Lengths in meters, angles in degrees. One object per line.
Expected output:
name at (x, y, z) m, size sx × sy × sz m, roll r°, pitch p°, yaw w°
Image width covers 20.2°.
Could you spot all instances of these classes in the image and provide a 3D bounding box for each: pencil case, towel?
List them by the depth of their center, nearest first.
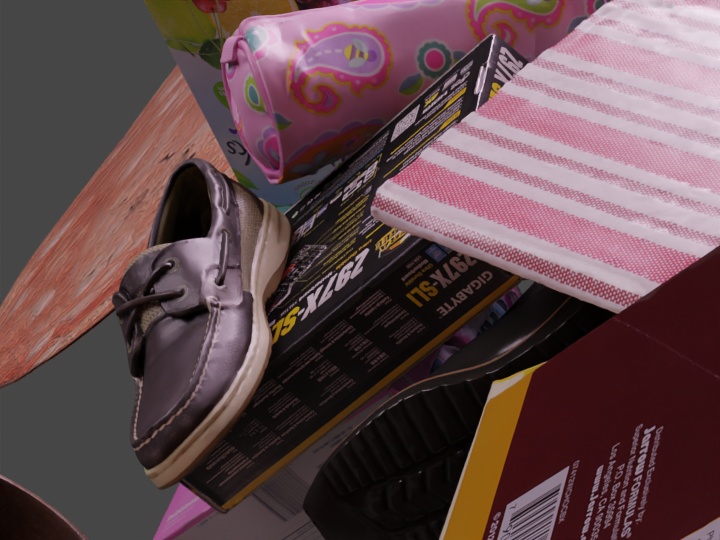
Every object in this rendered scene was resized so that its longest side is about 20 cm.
towel at (0.120, -0.050, 0.802) m, size 0.146 × 0.030 × 0.200 m, roll 22°, pitch 48°, yaw 39°
pencil case at (0.031, -0.111, 1.015) m, size 0.199 × 0.088 × 0.087 m, roll -20°, pitch 9°, yaw -14°

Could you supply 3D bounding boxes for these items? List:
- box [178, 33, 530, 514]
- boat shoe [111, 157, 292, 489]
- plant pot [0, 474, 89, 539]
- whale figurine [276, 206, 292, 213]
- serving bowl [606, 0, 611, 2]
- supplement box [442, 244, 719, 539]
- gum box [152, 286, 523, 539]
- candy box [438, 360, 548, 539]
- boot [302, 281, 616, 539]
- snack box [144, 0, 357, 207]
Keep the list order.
box at (0.000, 0.000, 0.925) m, size 0.200 × 0.049 × 0.160 m, roll -40°, pitch 21°, yaw 30°
boat shoe at (-0.079, 0.018, 0.889) m, size 0.073 × 0.065 × 0.200 m, roll -41°, pitch 20°, yaw 22°
plant pot at (-0.258, 0.236, 1.131) m, size 0.200 × 0.186 × 0.187 m, roll -59°, pitch 10°, yaw 19°
whale figurine at (-0.036, 0.010, 1.146) m, size 0.159 × 0.104 × 0.200 m, roll -25°, pitch 8°, yaw 14°
serving bowl at (0.193, -0.215, 1.153) m, size 0.200 × 0.066 × 0.200 m, roll -47°, pitch 16°, yaw 18°
supplement box at (0.122, 0.084, 0.456) m, size 0.200 × 0.133 × 0.198 m, roll -37°, pitch 17°, yaw 35°
gum box at (-0.005, 0.076, 0.974) m, size 0.200 × 0.066 × 0.114 m, roll -36°, pitch 20°, yaw 39°
candy box at (0.118, 0.049, 0.700) m, size 0.199 × 0.026 × 0.102 m, roll -23°, pitch 30°, yaw 34°
boot at (0.072, 0.041, 0.862) m, size 0.199 × 0.078 × 0.138 m, roll -31°, pitch 13°, yaw 15°
snack box at (-0.028, -0.106, 1.167) m, size 0.142 × 0.200 × 0.053 m, roll 7°, pitch 49°, yaw 35°
